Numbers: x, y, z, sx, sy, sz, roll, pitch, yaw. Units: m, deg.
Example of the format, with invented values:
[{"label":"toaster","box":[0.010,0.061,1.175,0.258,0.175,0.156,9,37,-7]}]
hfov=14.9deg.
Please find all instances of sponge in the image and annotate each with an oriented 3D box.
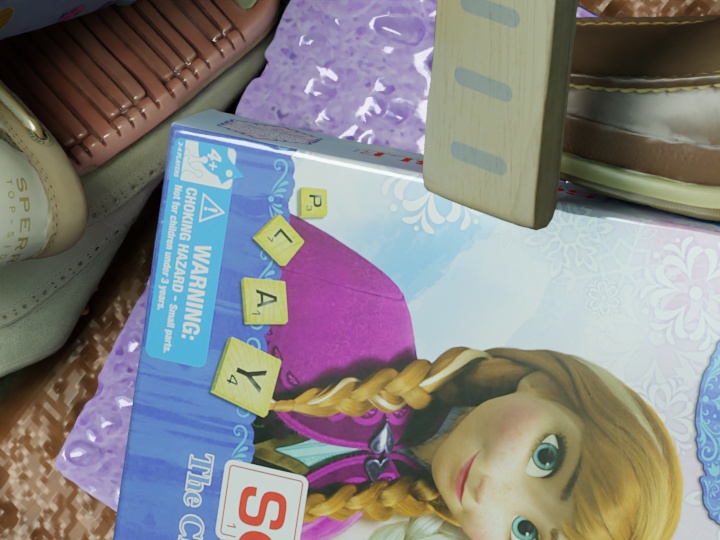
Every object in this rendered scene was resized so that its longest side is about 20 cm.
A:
[{"label":"sponge","box":[0.000,0.000,0.818,0.111,0.030,0.201,29,96,20]}]

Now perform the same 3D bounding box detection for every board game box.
[{"label":"board game box","box":[0.031,0.073,0.759,0.198,0.041,0.202,11,101,13]}]

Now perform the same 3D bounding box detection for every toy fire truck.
[{"label":"toy fire truck","box":[0.025,-0.132,0.684,0.175,0.129,0.201,15,73,48]}]

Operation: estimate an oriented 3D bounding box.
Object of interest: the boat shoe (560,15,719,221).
[{"label":"boat shoe","box":[0.128,-0.054,0.732,0.198,0.072,0.068,5,117,7]}]

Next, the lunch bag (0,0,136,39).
[{"label":"lunch bag","box":[-0.138,-0.161,0.751,0.127,0.169,0.201,-36,85,38]}]

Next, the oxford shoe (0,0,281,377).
[{"label":"oxford shoe","box":[-0.100,-0.021,0.845,0.199,0.074,0.071,-37,45,-2]}]

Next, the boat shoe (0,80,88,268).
[{"label":"boat shoe","box":[-0.154,-0.059,0.808,0.200,0.064,0.072,45,127,33]}]
